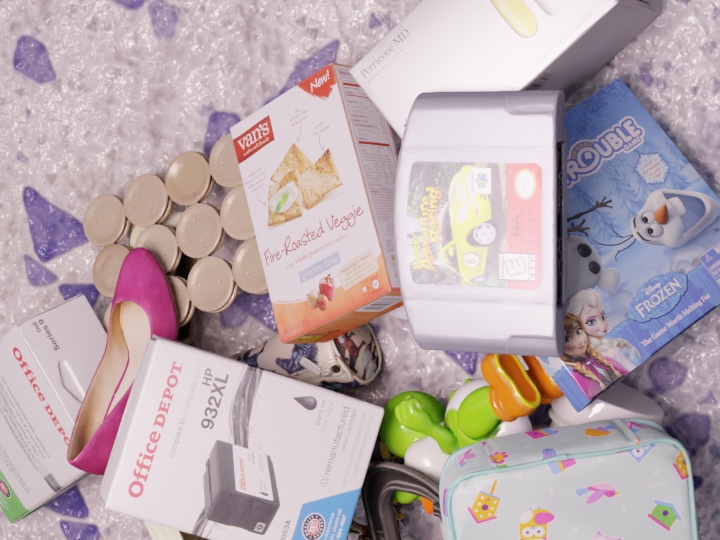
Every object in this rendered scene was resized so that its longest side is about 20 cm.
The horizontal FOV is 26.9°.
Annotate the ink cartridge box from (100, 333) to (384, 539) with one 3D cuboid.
[{"bbox_3d":[-0.099,0.151,1.248,0.199,0.084,0.146,18,85,-10],"label":"ink cartridge box"}]

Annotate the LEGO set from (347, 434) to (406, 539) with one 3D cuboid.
[{"bbox_3d":[-0.032,0.221,1.340,0.153,0.116,0.201,12,99,21],"label":"LEGO set"}]

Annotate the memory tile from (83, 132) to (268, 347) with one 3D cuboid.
[{"bbox_3d":[-0.162,-0.026,1.361,0.199,0.017,0.154,-22,73,25],"label":"memory tile"}]

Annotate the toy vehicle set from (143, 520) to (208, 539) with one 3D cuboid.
[{"bbox_3d":[-0.132,0.288,1.382,0.026,0.124,0.201,-27,84,11],"label":"toy vehicle set"}]

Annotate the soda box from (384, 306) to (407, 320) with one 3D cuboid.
[{"bbox_3d":[0.000,0.000,1.334,0.199,0.068,0.064,10,96,21],"label":"soda box"}]

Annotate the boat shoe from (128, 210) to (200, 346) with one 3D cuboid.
[{"bbox_3d":[-0.180,0.045,1.412,0.063,0.073,0.202,4,89,27],"label":"boat shoe"}]

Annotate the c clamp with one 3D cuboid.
[{"bbox_3d":[0.071,0.252,1.247,0.171,0.027,0.201,-4,106,52],"label":"c clamp"}]

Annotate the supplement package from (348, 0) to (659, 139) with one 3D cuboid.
[{"bbox_3d":[0.118,-0.185,1.225,0.200,0.156,0.111,-43,78,20],"label":"supplement package"}]

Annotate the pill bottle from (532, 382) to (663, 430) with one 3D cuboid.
[{"bbox_3d":[0.175,0.192,1.255,0.114,0.114,0.201,24,103,18],"label":"pill bottle"}]

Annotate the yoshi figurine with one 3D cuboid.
[{"bbox_3d":[0.077,0.117,1.256,0.112,0.112,0.200,30,131,-17],"label":"yoshi figurine"}]

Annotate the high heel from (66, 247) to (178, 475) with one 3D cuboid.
[{"bbox_3d":[-0.215,0.076,1.309,0.067,0.096,0.201,-1,84,37],"label":"high heel"}]

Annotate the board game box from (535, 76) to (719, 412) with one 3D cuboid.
[{"bbox_3d":[0.192,-0.024,1.211,0.200,0.043,0.199,-35,79,-18],"label":"board game box"}]

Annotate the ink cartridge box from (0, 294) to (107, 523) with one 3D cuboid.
[{"bbox_3d":[-0.295,0.132,1.412,0.200,0.084,0.146,-34,86,47],"label":"ink cartridge box"}]

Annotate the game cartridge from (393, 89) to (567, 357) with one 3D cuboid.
[{"bbox_3d":[0.091,-0.036,1.149,0.133,0.041,0.201,2,97,27],"label":"game cartridge"}]

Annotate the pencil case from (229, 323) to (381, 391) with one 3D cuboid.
[{"bbox_3d":[-0.083,0.101,1.365,0.199,0.089,0.078,-26,92,21],"label":"pencil case"}]

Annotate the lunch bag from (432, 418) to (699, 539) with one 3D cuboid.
[{"bbox_3d":[0.157,0.205,1.158,0.199,0.077,0.161,-10,103,-3],"label":"lunch bag"}]

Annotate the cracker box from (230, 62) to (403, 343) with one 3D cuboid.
[{"bbox_3d":[-0.028,-0.054,1.257,0.134,0.058,0.201,-27,70,40],"label":"cracker box"}]
